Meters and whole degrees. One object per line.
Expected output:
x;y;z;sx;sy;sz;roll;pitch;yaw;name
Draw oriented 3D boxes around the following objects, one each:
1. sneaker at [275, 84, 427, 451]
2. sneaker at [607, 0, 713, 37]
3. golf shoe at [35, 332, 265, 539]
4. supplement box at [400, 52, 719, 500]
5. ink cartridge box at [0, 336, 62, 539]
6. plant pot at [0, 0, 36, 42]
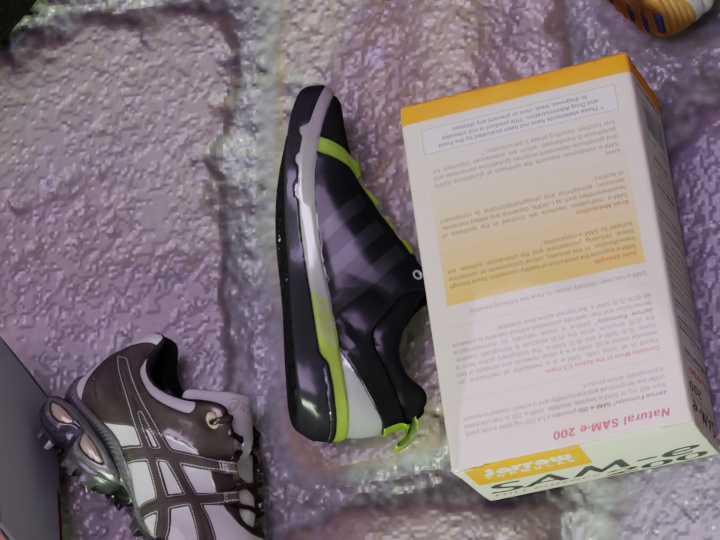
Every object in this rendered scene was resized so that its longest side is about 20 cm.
0.000;0.000;1.563;0.083;0.072;0.200;-2;73;-7;sneaker
0.128;-0.213;1.576;0.088;0.075;0.200;-41;72;-9;sneaker
-0.079;0.112;1.539;0.094;0.078;0.200;-45;68;0;golf shoe
0.101;0.004;1.511;0.126;0.074;0.200;-12;71;15;supplement box
-0.264;0.134;1.565;0.200;0.083;0.146;-21;45;12;ink cartridge box
-0.319;-0.163;1.648;0.200;0.199;0.178;32;98;24;plant pot
